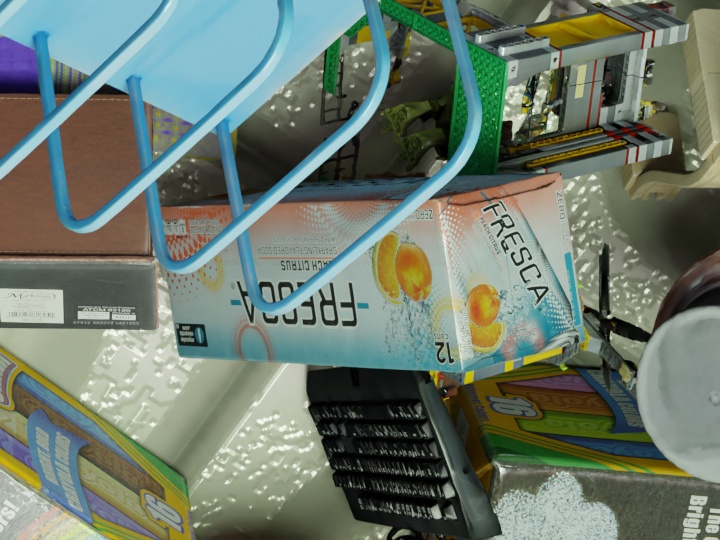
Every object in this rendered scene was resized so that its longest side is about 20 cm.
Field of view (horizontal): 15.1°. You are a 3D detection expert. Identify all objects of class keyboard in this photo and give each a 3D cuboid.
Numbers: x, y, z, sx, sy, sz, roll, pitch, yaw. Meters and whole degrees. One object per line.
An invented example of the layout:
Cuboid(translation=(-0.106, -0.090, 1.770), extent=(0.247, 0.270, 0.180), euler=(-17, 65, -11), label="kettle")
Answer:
Cuboid(translation=(0.008, 0.092, 1.135), extent=(0.040, 0.200, 0.104), euler=(-27, 93, -12), label="keyboard")

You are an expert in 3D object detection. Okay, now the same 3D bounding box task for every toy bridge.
Cuboid(translation=(0.150, -0.074, 1.109), extent=(0.027, 0.200, 0.067), euler=(1, 66, -14), label="toy bridge")

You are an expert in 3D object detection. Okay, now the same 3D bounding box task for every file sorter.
Cuboid(translation=(-0.073, -0.088, 0.976), extent=(0.200, 0.123, 0.139), euler=(24, 129, -37), label="file sorter")

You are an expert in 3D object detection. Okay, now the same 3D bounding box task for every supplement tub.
Cuboid(translation=(0.188, 0.031, 1.120), extent=(0.107, 0.200, 0.107), euler=(8, 105, 31), label="supplement tub")

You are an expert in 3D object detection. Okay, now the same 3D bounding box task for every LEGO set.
Cuboid(translation=(0.060, -0.049, 1.138), extent=(0.116, 0.154, 0.200), euler=(-14, 113, -35), label="LEGO set")

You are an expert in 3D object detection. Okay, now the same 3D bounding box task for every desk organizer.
Cuboid(translation=(-0.182, -0.025, 1.119), extent=(0.200, 0.072, 0.077), euler=(1, 67, -4), label="desk organizer")

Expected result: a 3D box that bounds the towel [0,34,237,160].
Cuboid(translation=(-0.142, -0.093, 1.106), extent=(0.200, 0.023, 0.144), euler=(5, 148, -8), label="towel")

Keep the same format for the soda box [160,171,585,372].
Cuboid(translation=(0.000, 0.000, 1.079), extent=(0.063, 0.200, 0.069), euler=(-13, 98, -35), label="soda box")

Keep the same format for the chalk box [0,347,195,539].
Cuboid(translation=(-0.183, 0.104, 1.165), extent=(0.200, 0.124, 0.124), euler=(38, 102, -18), label="chalk box")

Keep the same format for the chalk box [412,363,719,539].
Cuboid(translation=(0.133, 0.123, 1.218), extent=(0.200, 0.124, 0.125), euler=(7, 109, -12), label="chalk box")
